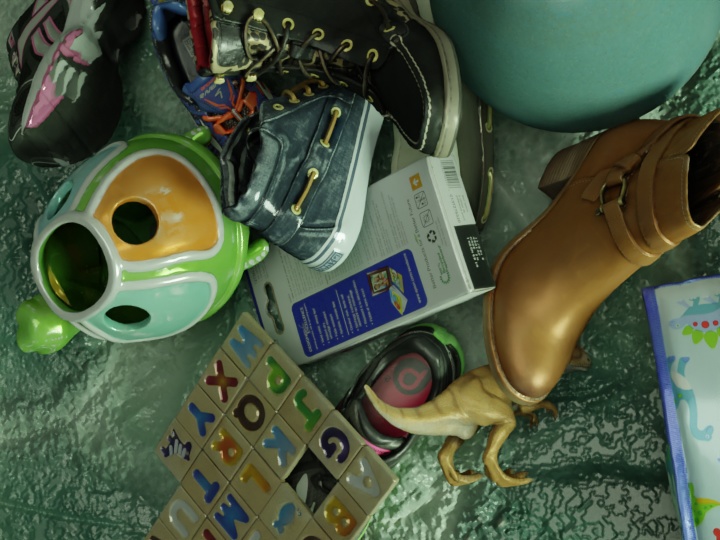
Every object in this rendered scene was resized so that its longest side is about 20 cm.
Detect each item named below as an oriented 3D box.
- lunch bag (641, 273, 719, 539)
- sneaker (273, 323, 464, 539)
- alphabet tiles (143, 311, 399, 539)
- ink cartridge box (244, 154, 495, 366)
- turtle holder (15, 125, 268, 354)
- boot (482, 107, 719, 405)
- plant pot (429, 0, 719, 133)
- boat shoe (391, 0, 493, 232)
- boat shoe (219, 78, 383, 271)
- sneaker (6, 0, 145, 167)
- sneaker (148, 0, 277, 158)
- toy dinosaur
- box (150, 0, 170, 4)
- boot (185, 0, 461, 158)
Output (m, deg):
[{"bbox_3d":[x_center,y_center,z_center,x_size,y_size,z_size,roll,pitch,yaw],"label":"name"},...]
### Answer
[{"bbox_3d":[0.277,0.095,0.892,0.168,0.127,0.203,-10,92,10],"label":"lunch bag"},{"bbox_3d":[-0.004,0.120,0.967,0.076,0.084,0.201,32,91,13],"label":"sneaker"},{"bbox_3d":[-0.080,0.159,0.976,0.167,0.008,0.201,45,113,25],"label":"alphabet tiles"},{"bbox_3d":[0.000,0.000,0.976,0.199,0.037,0.096,-25,78,39],"label":"ink cartridge box"},{"bbox_3d":[-0.172,-0.017,0.977,0.184,0.131,0.143,-4,104,33],"label":"turtle holder"},{"bbox_3d":[0.165,-0.011,0.895,0.076,0.155,0.202,37,65,-24],"label":"boot"},{"bbox_3d":[0.127,-0.196,0.867,0.197,0.135,0.203,-1,86,16],"label":"plant pot"},{"bbox_3d":[0.061,-0.121,0.989,0.071,0.060,0.205,-4,82,42],"label":"boat shoe"},{"bbox_3d":[-0.037,-0.104,0.952,0.071,0.090,0.202,-30,43,43],"label":"boat shoe"},{"bbox_3d":[-0.221,-0.148,1.019,0.085,0.081,0.201,-11,41,23],"label":"sneaker"},{"bbox_3d":[-0.097,-0.118,1.011,0.075,0.078,0.201,-40,79,6],"label":"sneaker"},{"bbox_3d":[0.070,0.096,0.943,0.060,0.198,0.108,7,110,52],"label":"toy dinosaur"},{"bbox_3d":[-0.073,-0.316,0.970,0.197,0.122,0.195,-10,60,11],"label":"box"},{"bbox_3d":[-0.026,-0.139,0.897,0.149,0.074,0.201,-2,42,-19],"label":"boot"}]
